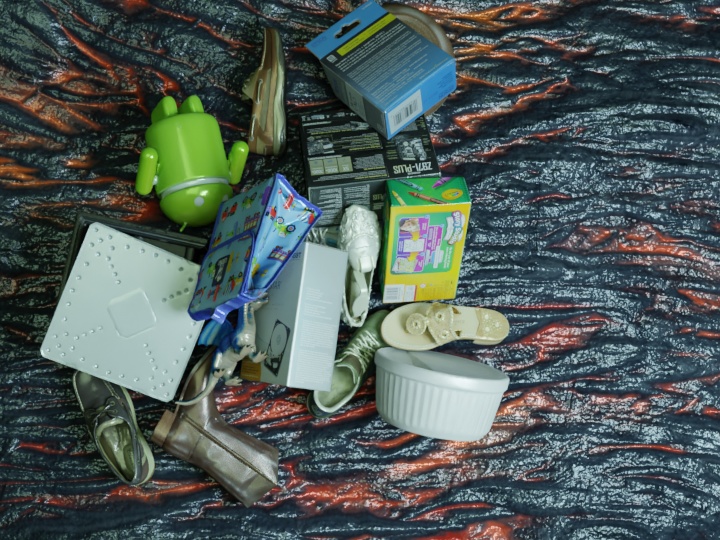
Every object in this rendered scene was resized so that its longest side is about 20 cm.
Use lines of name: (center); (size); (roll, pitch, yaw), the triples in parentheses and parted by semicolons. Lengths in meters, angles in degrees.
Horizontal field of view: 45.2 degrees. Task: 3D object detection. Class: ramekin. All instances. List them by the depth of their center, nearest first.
ramekin: (0.111, 0.180, 1.266); (0.198, 0.202, 0.096); (11, 94, -3)

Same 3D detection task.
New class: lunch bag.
lunch bag: (-0.159, -0.011, 1.193); (0.094, 0.149, 0.202); (39, 55, -27)

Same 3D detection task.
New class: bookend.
bookend: (-0.341, 0.035, 1.293); (0.195, 0.092, 0.204); (13, 84, -3)

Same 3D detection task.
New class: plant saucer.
plant saucer: (0.060, -0.340, 1.397); (0.196, 0.037, 0.205); (0, 83, -4)

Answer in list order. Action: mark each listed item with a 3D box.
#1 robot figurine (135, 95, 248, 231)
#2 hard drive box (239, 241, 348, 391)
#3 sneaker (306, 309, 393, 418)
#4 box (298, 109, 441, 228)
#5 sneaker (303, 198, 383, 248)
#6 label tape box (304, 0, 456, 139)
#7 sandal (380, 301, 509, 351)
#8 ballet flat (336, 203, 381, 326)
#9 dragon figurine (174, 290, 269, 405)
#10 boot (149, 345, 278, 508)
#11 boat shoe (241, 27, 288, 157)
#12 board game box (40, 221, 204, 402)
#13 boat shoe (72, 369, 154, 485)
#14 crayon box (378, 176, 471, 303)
robot figurine: (-0.259, -0.159, 1.310); (0.173, 0.115, 0.204); (-9, 82, -36)
hard drive box: (-0.099, 0.068, 1.270); (0.076, 0.155, 0.204); (12, 81, -33)
sneaker: (-0.007, 0.143, 1.307); (0.067, 0.090, 0.201); (40, 82, 2)
box: (0.011, -0.162, 1.310); (0.196, 0.087, 0.166); (-7, 50, -5)
sneaker: (-0.056, -0.063, 1.320); (0.196, 0.087, 0.076); (-9, 123, -3)
label tape box: (0.030, -0.311, 1.322); (0.143, 0.064, 0.200); (-37, 58, -14)
sandal: (0.137, 0.073, 1.315); (0.207, 0.070, 0.079); (2, 62, -16)
ballet flat: (0.000, 0.000, 1.287); (0.070, 0.072, 0.203); (3, 125, -4)
dragon figurine: (-0.195, 0.108, 1.252); (0.200, 0.059, 0.100); (-45, 47, 16)
boot: (-0.188, 0.231, 1.302); (0.198, 0.064, 0.188); (32, 79, -4)
boat shoe: (-0.151, -0.279, 1.355); (0.072, 0.076, 0.204); (-1, 83, -1)
board game box: (-0.327, 0.061, 1.240); (0.197, 0.026, 0.203); (23, 91, -15)
boat shoe: (-0.368, 0.225, 1.283); (0.073, 0.065, 0.202); (-32, 86, -6)
crayon box: (0.092, -0.042, 1.285); (0.116, 0.202, 0.059); (-3, 45, -7)
